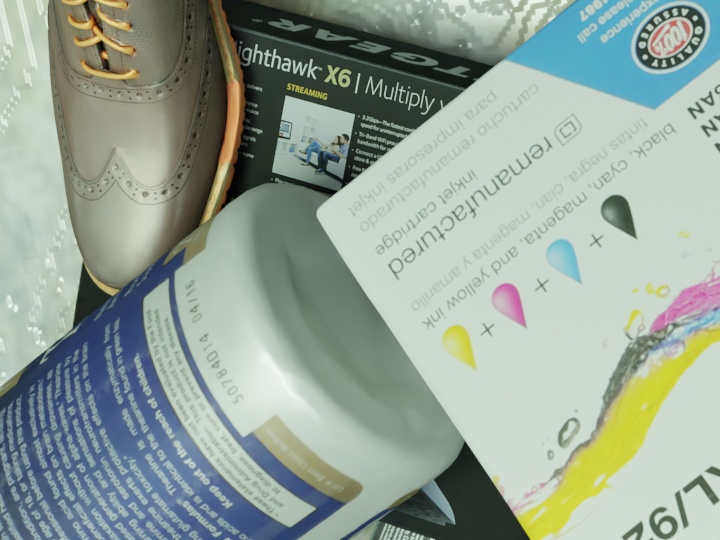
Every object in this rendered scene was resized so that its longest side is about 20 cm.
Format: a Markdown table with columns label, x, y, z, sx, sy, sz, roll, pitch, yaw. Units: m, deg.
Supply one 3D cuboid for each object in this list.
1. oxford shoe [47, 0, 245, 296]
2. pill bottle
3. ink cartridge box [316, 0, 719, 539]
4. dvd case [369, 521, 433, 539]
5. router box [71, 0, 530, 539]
| label | x | y | z | sx | sy | sz | roll | pitch | yaw |
| --- | --- | --- | --- | --- | --- | --- | --- | --- | --- |
| oxford shoe | -0.083 | -0.087 | 0.910 | 0.071 | 0.073 | 0.201 | 3 | 97 | 22 |
| pill bottle | -0.069 | 0.068 | 0.913 | 0.200 | 0.111 | 0.111 | -37 | 92 | 27 |
| ink cartridge box | 0.115 | 0.033 | 0.782 | 0.147 | 0.145 | 0.200 | -38 | 63 | 8 |
| dvd case | 0.110 | 0.098 | 0.985 | 0.199 | 0.022 | 0.147 | 25 | 110 | 11 |
| router box | 0.000 | 0.000 | 0.959 | 0.199 | 0.052 | 0.158 | 17 | 107 | 21 |
